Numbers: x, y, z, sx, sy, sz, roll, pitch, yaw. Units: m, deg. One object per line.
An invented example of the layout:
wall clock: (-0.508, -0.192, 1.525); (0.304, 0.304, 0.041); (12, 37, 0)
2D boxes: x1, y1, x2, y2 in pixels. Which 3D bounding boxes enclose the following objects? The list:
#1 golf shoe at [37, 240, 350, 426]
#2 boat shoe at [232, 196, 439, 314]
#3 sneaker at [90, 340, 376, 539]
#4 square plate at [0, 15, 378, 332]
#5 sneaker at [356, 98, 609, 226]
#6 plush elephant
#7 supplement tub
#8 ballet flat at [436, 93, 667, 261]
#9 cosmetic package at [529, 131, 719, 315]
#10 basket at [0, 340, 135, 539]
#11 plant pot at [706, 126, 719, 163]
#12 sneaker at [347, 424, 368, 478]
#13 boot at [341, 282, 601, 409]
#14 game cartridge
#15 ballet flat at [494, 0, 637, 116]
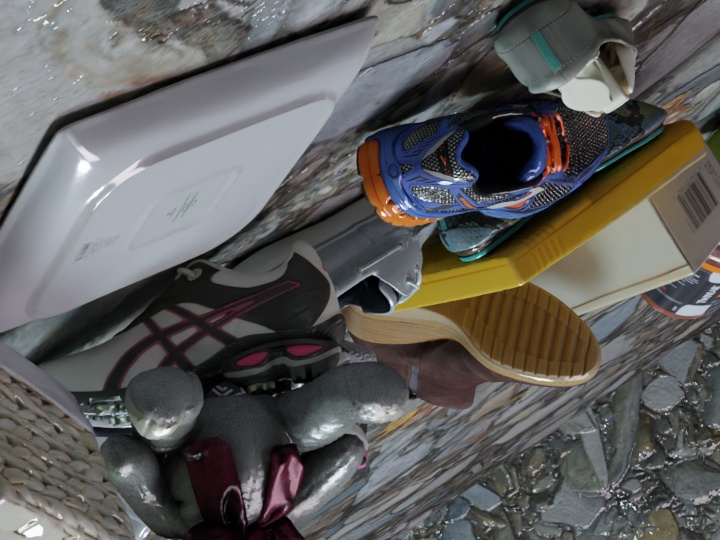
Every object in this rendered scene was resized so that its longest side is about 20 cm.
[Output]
golf shoe: (-0.108, 0.042, 1.244); (0.200, 0.088, 0.077); (-10, 169, -1)
boat shoe: (0.000, 0.000, 1.348); (0.201, 0.072, 0.070); (-27, 166, -27)
sneaker: (-0.082, 0.111, 1.351); (0.200, 0.115, 0.075); (-11, -168, -12)
square plate: (-0.097, -0.040, 1.052); (0.198, 0.028, 0.200); (-25, 165, -37)
sneaker: (0.091, -0.067, 1.256); (0.078, 0.075, 0.200); (-13, -176, 45)
plush elephant: (-0.076, 0.152, 1.195); (0.165, 0.155, 0.200); (2, 158, -28)
supplement tub: (0.341, -0.032, 2.029); (0.107, 0.107, 0.200); (-30, 167, -20)
ballet flat: (0.123, -0.081, 1.365); (0.200, 0.074, 0.074); (-35, 170, -33)
cosmetic package: (0.170, -0.022, 1.532); (0.200, 0.073, 0.104); (-23, -165, 43)
basket: (-0.209, 0.119, 1.053); (0.136, 0.123, 0.200); (-35, 155, 3)
plant pot: (0.414, -0.124, 1.772); (0.187, 0.187, 0.200); (-19, 146, -50)
sneaker: (-0.053, 0.098, 1.490); (0.200, 0.086, 0.080); (0, 156, 47)
boot: (0.084, 0.061, 1.547); (0.166, 0.200, 0.072); (78, 33, -63)
game cartridge: (0.115, -0.035, 1.428); (0.200, 0.032, 0.176); (-32, -169, -35)
ballet flat: (0.133, -0.121, 1.254); (0.067, 0.064, 0.200); (-38, 168, 17)
